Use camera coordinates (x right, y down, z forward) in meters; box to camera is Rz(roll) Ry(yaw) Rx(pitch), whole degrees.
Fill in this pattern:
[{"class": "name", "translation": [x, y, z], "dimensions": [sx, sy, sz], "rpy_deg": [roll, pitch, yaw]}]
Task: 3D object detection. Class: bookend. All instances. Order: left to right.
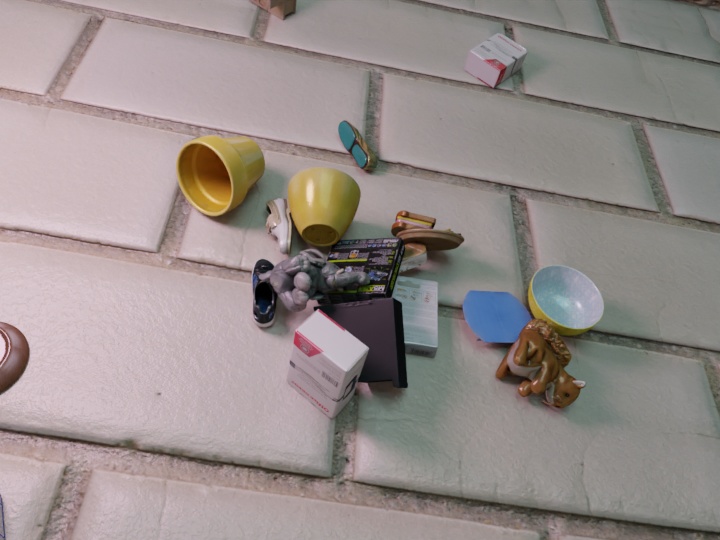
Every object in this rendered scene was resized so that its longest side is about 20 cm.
[{"class": "bookend", "translation": [0.001, 0.177, 1.480], "dimensions": [0.195, 0.092, 0.204], "rpy_deg": [-8, 78, 16]}]

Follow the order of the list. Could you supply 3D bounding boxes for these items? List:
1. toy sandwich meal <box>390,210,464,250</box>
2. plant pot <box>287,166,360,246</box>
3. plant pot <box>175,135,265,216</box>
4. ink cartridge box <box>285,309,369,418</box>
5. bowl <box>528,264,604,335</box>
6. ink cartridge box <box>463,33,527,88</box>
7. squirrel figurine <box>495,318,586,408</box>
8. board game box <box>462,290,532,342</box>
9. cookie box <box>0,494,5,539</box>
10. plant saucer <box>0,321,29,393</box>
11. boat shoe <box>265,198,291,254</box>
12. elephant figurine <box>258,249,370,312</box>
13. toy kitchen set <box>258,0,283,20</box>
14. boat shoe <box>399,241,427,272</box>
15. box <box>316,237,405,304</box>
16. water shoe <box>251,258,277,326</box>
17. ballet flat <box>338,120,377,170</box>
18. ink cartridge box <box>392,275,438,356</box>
[{"class": "toy sandwich meal", "translation": [0.180, -0.105, 1.702], "dimensions": [0.201, 0.205, 0.072], "rpy_deg": [6, 80, -7]}, {"class": "plant pot", "translation": [-0.099, -0.150, 1.673], "dimensions": [0.196, 0.201, 0.144], "rpy_deg": [7, 57, -7]}, {"class": "plant pot", "translation": [-0.363, -0.274, 1.722], "dimensions": [0.199, 0.203, 0.189], "rpy_deg": [31, 36, 13]}, {"class": "ink cartridge box", "translation": [-0.076, 0.207, 1.388], "dimensions": [0.144, 0.202, 0.084], "rpy_deg": [35, 50, 17]}, {"class": "bowl", "translation": [0.519, 0.096, 1.663], "dimensions": [0.196, 0.109, 0.203], "rpy_deg": [6, 51, -8]}, {"class": "ink cartridge box", "translation": [0.503, -0.781, 2.365], "dimensions": [0.146, 0.083, 0.199], "rpy_deg": [40, 55, 18]}, {"class": "squirrel figurine", "translation": [0.454, 0.225, 1.533], "dimensions": [0.185, 0.142, 0.201], "rpy_deg": [33, 57, 6]}, {"class": "board game box", "translation": [0.348, 0.129, 1.647], "dimensions": [0.196, 0.039, 0.160], "rpy_deg": [3, 51, -19]}, {"class": "cookie box", "translation": [-0.715, 0.497, 1.101], "dimensions": [0.168, 0.076, 0.202], "rpy_deg": [-14, 56, -21]}, {"class": "plant saucer", "translation": [-0.816, 0.183, 1.353], "dimensions": [0.196, 0.037, 0.203], "rpy_deg": [6, 52, -7]}, {"class": "boat shoe", "translation": [-0.218, -0.116, 1.698], "dimensions": [0.067, 0.076, 0.202], "rpy_deg": [0, 42, -11]}, {"class": "elephant figurine", "translation": [-0.106, 0.018, 1.522], "dimensions": [0.198, 0.142, 0.156], "rpy_deg": [-17, 68, -48]}, {"class": "toy kitchen set", "translation": [-0.339, -1.034, 2.305], "dimensions": [0.179, 0.202, 0.163], "rpy_deg": [34, 52, 15]}, {"class": "boat shoe", "translation": [0.082, -0.013, 1.681], "dimensions": [0.196, 0.070, 0.071], "rpy_deg": [-13, 42, 5]}, {"class": "box", "translation": [0.000, 0.000, 1.615], "dimensions": [0.196, 0.048, 0.195], "rpy_deg": [-2, 48, 23]}, {"class": "water shoe", "translation": [-0.230, 0.039, 1.564], "dimensions": [0.070, 0.080, 0.203], "rpy_deg": [0, 52, -12]}, {"class": "ballet flat", "translation": [-0.006, -0.382, 1.961], "dimensions": [0.070, 0.071, 0.202], "rpy_deg": [-15, 56, -23]}, {"class": "ink cartridge box", "translation": [0.116, 0.111, 1.605], "dimensions": [0.159, 0.058, 0.202], "rpy_deg": [9, 47, -4]}]
